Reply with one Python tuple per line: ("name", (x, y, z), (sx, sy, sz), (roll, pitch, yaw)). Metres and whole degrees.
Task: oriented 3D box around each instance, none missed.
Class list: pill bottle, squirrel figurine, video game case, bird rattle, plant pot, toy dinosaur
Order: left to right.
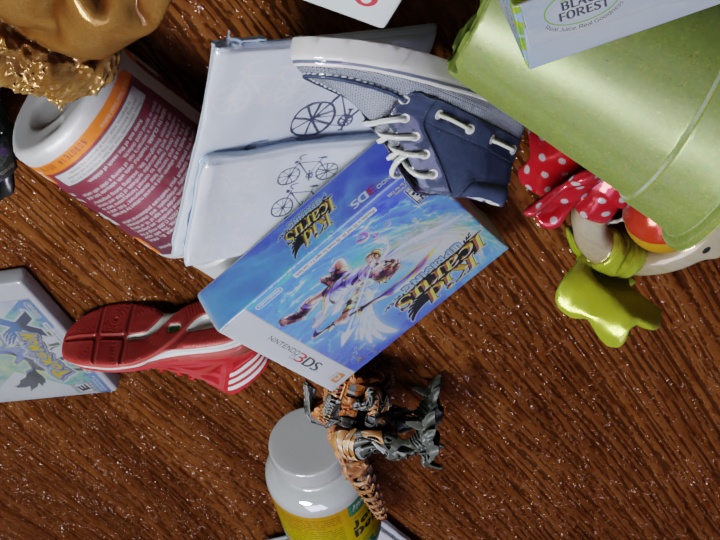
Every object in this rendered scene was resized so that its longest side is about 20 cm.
("squirrel figurine", (-0.231, -0.184, 0.807), (0.186, 0.142, 0.200), (0, 143, -29))
("video game case", (-0.371, 0.072, 1.339), (0.182, 0.022, 0.200), (-7, 142, 19))
("pill bottle", (-0.156, -0.081, 1.017), (0.114, 0.114, 0.200), (-24, 133, 35))
("pill bottle", (-0.042, 0.234, 1.428), (0.113, 0.113, 0.200), (0, 143, 9))
("video game case", (0.000, 0.000, 1.049), (0.200, 0.045, 0.181), (-40, 148, 10))
("toy dinosaur", (0.014, 0.150, 1.306), (0.135, 0.102, 0.200), (-3, 133, 8))
("plant pot", (0.165, -0.143, 0.842), (0.190, 0.200, 0.200), (26, 142, -4))
("bird rattle", (0.214, -0.050, 1.046), (0.163, 0.113, 0.200), (-13, 128, 8))

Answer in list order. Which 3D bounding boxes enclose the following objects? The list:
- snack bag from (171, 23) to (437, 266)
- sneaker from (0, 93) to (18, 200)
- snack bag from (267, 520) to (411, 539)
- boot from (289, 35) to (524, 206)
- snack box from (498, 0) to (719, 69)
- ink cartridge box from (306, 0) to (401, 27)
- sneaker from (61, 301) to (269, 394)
("snack bag", (-0.036, -0.093, 0.961), (0.188, 0.021, 0.200), (-10, 138, -29))
("sneaker", (-0.285, -0.116, 0.987), (0.088, 0.076, 0.200), (51, 157, 11))
("snack bag", (-0.001, 0.376, 1.679), (0.188, 0.021, 0.200), (-19, 136, 30))
("boot", (0.035, -0.100, 0.902), (0.200, 0.091, 0.073), (9, -178, -34))
("snack box", (0.164, -0.204, 0.727), (0.200, 0.142, 0.053), (-18, 139, 4))
("ink cartridge box", (-0.007, -0.264, 0.716), (0.145, 0.145, 0.200), (17, 144, -15))
("sneaker", (-0.184, 0.090, 1.287), (0.200, 0.078, 0.116), (-4, 141, 17))
